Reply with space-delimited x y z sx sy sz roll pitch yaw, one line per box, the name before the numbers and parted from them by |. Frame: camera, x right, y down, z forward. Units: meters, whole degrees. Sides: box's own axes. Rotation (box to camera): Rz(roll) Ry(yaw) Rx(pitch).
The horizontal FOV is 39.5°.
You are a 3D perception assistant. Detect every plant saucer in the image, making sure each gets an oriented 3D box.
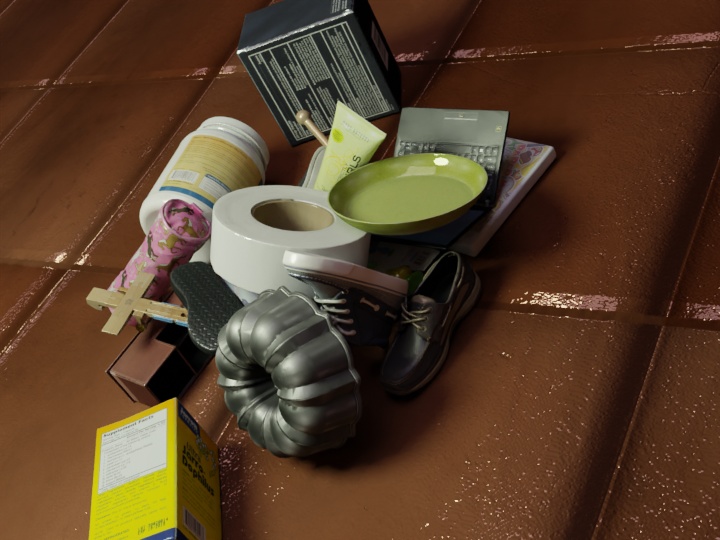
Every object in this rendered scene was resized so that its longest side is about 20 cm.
plant saucer | 0.059 -0.092 1.244 0.200 0.031 0.200 -7 29 4

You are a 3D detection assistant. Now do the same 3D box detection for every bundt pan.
bundt pan | -0.094 0.124 1.132 0.076 0.202 0.202 -23 29 -39

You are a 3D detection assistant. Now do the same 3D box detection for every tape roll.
tape roll | -0.087 -0.039 1.258 0.202 0.071 0.202 5 25 -2

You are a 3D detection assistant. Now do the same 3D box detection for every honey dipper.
honey dipper | -0.030 -0.166 1.467 0.038 0.038 0.200 -37 66 -8

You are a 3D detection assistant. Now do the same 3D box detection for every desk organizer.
desk organizer | -0.244 0.091 1.367 0.077 0.072 0.200 13 56 37

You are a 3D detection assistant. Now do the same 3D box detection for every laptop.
laptop | 0.084 -0.128 1.331 0.177 0.103 0.200 10 89 37

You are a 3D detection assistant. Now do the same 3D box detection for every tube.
tube | -0.025 -0.143 1.356 0.058 0.200 0.052 2 58 -18

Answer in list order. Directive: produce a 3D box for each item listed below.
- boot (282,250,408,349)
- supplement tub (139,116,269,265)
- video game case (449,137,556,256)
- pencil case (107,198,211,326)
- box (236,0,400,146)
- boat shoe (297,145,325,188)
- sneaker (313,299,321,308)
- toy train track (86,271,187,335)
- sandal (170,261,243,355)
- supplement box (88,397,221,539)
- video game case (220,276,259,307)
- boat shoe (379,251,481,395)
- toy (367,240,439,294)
boot | -0.020 0.037 1.154 0.073 0.200 0.090 14 88 43
supplement tub | -0.231 -0.123 1.525 0.144 0.145 0.200 -1 48 30
video game case | 0.143 -0.115 1.386 0.182 0.023 0.200 19 60 42
pencil case | -0.286 -0.009 1.418 0.200 0.083 0.087 -50 42 33
box | -0.061 -0.333 1.600 0.198 0.200 0.123 -15 42 16
boat shoe | -0.075 -0.095 1.469 0.074 0.060 0.200 21 57 -3
sneaker | -0.068 0.080 1.238 0.077 0.111 0.200 -21 41 11
toy train track | -0.266 0.061 1.329 0.200 0.033 0.115 12 46 12
sandal | -0.192 0.054 1.288 0.075 0.048 0.200 -15 34 -14
supplement box | -0.231 0.266 1.144 0.109 0.110 0.200 -22 41 9
video game case | -0.132 0.070 1.269 0.019 0.143 0.200 -16 34 -25
boat shoe | 0.074 0.057 1.206 0.074 0.073 0.200 7 52 36
toy | 0.000 0.000 1.333 0.200 0.047 0.115 16 55 40
